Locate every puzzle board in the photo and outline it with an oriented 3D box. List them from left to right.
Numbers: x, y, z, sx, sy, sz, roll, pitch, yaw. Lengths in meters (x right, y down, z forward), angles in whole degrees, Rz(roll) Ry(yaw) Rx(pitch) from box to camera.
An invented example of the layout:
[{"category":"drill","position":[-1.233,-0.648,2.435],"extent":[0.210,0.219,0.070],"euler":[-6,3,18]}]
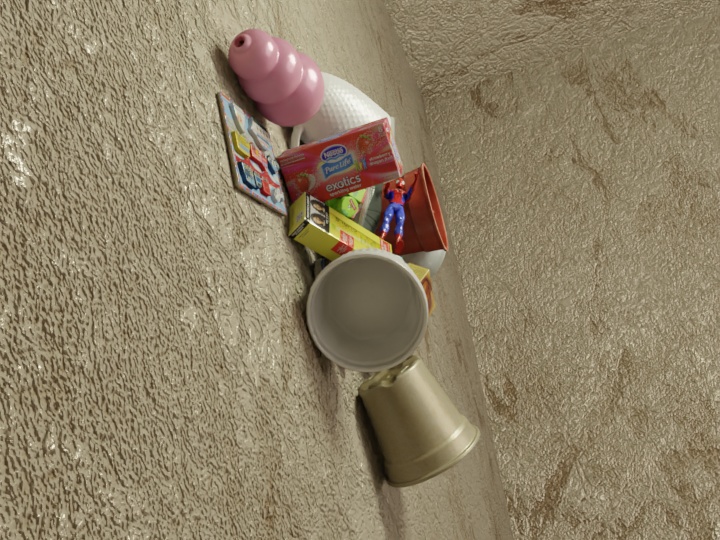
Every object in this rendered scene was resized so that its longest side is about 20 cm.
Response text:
[{"category":"puzzle board","position":[-0.163,-0.177,1.303],"extent":[0.200,0.017,0.152],"euler":[31,45,-73]}]

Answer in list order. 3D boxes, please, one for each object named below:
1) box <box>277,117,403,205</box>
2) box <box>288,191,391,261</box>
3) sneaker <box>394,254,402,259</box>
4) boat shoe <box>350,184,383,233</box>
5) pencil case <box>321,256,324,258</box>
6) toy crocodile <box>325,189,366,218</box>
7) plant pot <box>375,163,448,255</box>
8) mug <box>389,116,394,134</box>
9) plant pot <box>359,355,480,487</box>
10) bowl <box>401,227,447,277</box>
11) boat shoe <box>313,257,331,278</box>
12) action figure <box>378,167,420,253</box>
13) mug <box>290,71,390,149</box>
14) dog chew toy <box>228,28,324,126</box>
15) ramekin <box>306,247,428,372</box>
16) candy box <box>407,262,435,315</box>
[{"category":"box","position":[-0.033,-0.187,1.459],"extent":[0.096,0.198,0.100],"euler":[-70,142,-73]},{"category":"box","position":[-0.033,-0.052,1.444],"extent":[0.199,0.050,0.076],"euler":[31,36,-29]},{"category":"sneaker","position":[0.000,0.000,1.683],"extent":[0.080,0.130,0.200],"euler":[-65,-177,-30]},{"category":"boat shoe","position":[0.003,-0.148,1.708],"extent":[0.074,0.064,0.204],"euler":[28,68,-64]},{"category":"pencil case","position":[-0.013,0.020,1.557],"extent":[0.085,0.092,0.202],"euler":[-11,-86,62]},{"category":"toy crocodile","position":[-0.013,-0.158,1.644],"extent":[0.062,0.067,0.201],"euler":[29,80,-31]},{"category":"plant pot","position":[0.077,-0.114,1.864],"extent":[0.201,0.194,0.203],"euler":[-16,90,-78]},{"category":"mug","position":[-0.001,-0.262,1.917],"extent":[0.149,0.185,0.155],"euler":[-1,-82,60]},{"category":"plant pot","position":[0.094,0.269,1.560],"extent":[0.184,0.199,0.200],"euler":[61,14,-5]},{"category":"bowl","position":[0.102,-0.066,2.001],"extent":[0.090,0.200,0.203],"euler":[22,51,-50]},{"category":"boat shoe","position":[-0.025,0.071,1.482],"extent":[0.072,0.072,0.202],"euler":[-41,115,-76]},{"category":"action figure","position":[0.075,-0.139,1.691],"extent":[0.201,0.065,0.099],"euler":[-80,-178,-48]},{"category":"mug","position":[-0.062,-0.267,1.578],"extent":[0.175,0.147,0.201],"euler":[34,67,-31]},{"category":"dog chew toy","position":[-0.141,-0.316,1.348],"extent":[0.200,0.124,0.126],"euler":[33,42,-60]},{"category":"ramekin","position":[0.014,0.057,1.386],"extent":[0.105,0.198,0.202],"euler":[-76,148,-74]},{"category":"candy box","position":[0.078,0.097,1.687],"extent":[0.200,0.056,0.117],"euler":[-51,145,-31]}]
